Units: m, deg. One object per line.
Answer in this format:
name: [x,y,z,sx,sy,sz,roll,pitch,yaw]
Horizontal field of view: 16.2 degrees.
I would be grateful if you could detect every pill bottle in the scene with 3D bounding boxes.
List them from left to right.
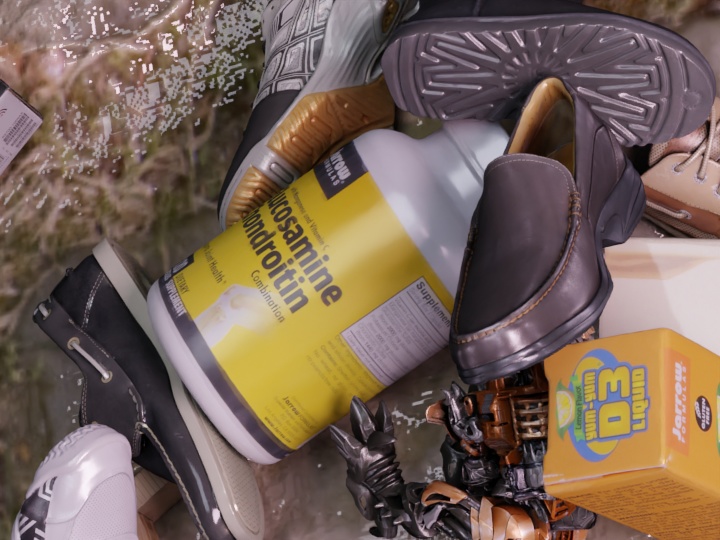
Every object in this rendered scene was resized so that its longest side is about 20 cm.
pill bottle: [0.000,0.000,1.271,0.199,0.112,0.112,-35,64,5]

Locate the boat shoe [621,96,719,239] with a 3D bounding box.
boat shoe: [0.166,-0.054,1.254,0.199,0.072,0.076,16,77,24]

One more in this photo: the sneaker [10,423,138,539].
sneaker: [-0.111,0.181,1.234,0.114,0.075,0.202,16,104,30]

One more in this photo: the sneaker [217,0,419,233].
sneaker: [-0.024,-0.101,1.349,0.087,0.076,0.201,24,78,42]

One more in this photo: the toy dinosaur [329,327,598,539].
toy dinosaur: [0.062,0.106,1.197,0.135,0.102,0.201,24,95,47]

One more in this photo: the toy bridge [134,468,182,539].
toy bridge: [-0.069,0.182,1.277,0.067,0.027,0.200,-42,62,2]

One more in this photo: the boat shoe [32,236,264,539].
boat shoe: [-0.108,0.074,1.294,0.067,0.072,0.200,-35,55,3]

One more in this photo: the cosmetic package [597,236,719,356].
cosmetic package: [0.218,0.028,1.186,0.198,0.105,0.072,2,82,18]

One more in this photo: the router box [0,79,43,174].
router box: [-0.296,-0.052,1.426,0.149,0.051,0.200,35,86,28]

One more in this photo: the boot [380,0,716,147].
boot: [0.111,-0.147,1.272,0.163,0.066,0.200,9,37,13]

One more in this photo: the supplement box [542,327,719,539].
supplement box: [0.159,0.086,1.131,0.068,0.199,0.067,-13,66,36]

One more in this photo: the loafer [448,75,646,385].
loafer: [0.073,-0.018,1.124,0.072,0.200,0.073,-19,110,23]
